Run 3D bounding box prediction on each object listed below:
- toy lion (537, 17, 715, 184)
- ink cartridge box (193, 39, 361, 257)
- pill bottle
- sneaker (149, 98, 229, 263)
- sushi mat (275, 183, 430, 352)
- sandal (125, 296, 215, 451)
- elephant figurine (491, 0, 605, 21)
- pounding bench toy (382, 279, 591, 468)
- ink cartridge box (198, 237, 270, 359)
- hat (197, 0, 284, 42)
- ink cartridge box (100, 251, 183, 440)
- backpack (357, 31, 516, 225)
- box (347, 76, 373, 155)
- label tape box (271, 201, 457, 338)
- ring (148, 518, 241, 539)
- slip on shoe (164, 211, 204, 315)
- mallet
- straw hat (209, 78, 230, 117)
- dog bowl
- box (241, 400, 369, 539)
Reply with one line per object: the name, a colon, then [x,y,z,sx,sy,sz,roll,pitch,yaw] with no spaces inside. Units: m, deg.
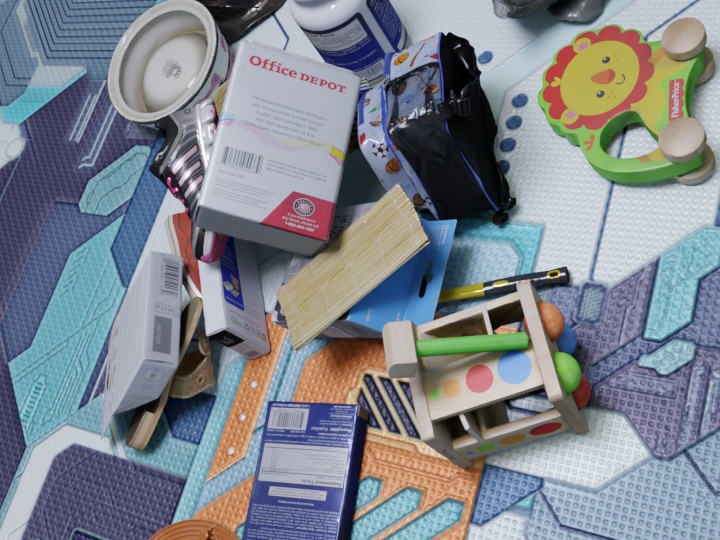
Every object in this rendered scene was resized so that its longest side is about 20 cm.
toy lion: [0.292,-0.189,0.963,0.191,0.069,0.201,-5,65,32]
ink cartridge box: [-0.092,-0.135,0.967,0.145,0.083,0.201,15,74,-11]
pill bottle: [-0.021,-0.331,1.095,0.115,0.200,0.117,-11,62,21]
sneaker: [-0.205,-0.103,1.022,0.087,0.074,0.202,-6,79,1]
sushi mat: [-0.013,-0.003,0.931,0.200,0.012,0.096,-40,43,19]
sandal: [-0.215,0.134,1.060,0.213,0.069,0.078,-62,23,11]
elephant figurine: [0.256,-0.376,1.033,0.198,0.141,0.157,-3,94,8]
pounding bench toy: [0.125,0.089,0.823,0.155,0.200,0.125,-20,59,17]
ink cartridge box: [-0.161,0.004,1.069,0.037,0.095,0.201,-22,59,20]
hat: [-0.202,-0.452,1.316,0.199,0.081,0.202,-12,61,22]
ink cartridge box: [-0.273,0.099,1.067,0.200,0.047,0.161,-53,33,42]
backpack: [0.085,-0.166,0.986,0.153,0.200,0.192,-9,50,22]
box: [-0.063,-0.155,1.062,0.199,0.070,0.065,-34,88,-15]
label tape box: [0.000,0.000,0.976,0.199,0.063,0.145,-4,64,45]
ring: [-0.199,0.379,0.956,0.199,0.019,0.202,-11,62,21]
slip on shoe: [-0.200,-0.005,1.111,0.061,0.074,0.201,-28,54,2]
mallet: [0.130,0.031,0.950,0.198,0.041,0.066,-4,64,21]
straw hat: [-0.126,-0.154,1.127,0.199,0.085,0.203,1,84,-15]
dog bowl: [-0.274,-0.295,1.271,0.199,0.074,0.202,-9,69,24]
box: [-0.064,0.246,0.943,0.120,0.032,0.201,-2,64,26]
